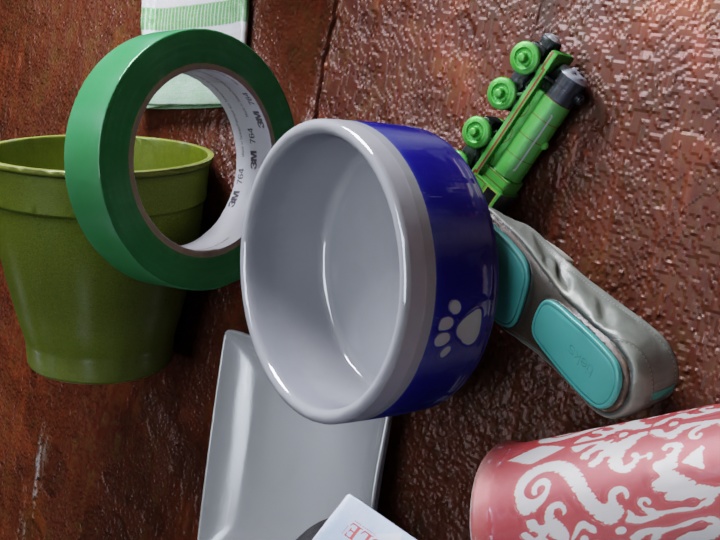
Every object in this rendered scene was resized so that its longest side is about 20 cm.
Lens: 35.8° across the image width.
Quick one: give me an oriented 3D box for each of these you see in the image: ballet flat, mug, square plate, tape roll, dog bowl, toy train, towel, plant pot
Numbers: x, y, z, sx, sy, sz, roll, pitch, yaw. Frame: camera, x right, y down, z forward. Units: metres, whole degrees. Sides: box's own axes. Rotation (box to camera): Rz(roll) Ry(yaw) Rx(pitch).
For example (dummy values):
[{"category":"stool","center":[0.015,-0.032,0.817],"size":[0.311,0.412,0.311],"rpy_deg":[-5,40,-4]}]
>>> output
[{"category":"ballet flat","center":[0.126,0.020,0.726],"size":[0.200,0.063,0.068],"rpy_deg":[49,134,39]},{"category":"mug","center":[0.193,0.153,0.638],"size":[0.199,0.178,0.134],"rpy_deg":[-23,36,35]},{"category":"square plate","center":[-0.052,0.163,0.902],"size":[0.197,0.028,0.202],"rpy_deg":[12,95,43]},{"category":"tape roll","center":[-0.135,-0.086,0.877],"size":[0.048,0.200,0.202],"rpy_deg":[7,92,42]},{"category":"dog bowl","center":[0.000,0.000,0.761],"size":[0.200,0.078,0.202],"rpy_deg":[4,95,54]},{"category":"toy train","center":[0.089,-0.071,0.780],"size":[0.056,0.042,0.201],"rpy_deg":[45,117,24]},{"category":"towel","center":[-0.157,-0.250,1.028],"size":[0.152,0.023,0.202],"rpy_deg":[5,90,42]},{"category":"plant pot","center":[-0.231,-0.010,0.986],"size":[0.200,0.200,0.194],"rpy_deg":[17,111,42]}]

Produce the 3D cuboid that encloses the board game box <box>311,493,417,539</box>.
[{"category":"board game box","center":[0.079,0.233,0.628],"size":[0.199,0.200,0.041],"rpy_deg":[28,65,34]}]

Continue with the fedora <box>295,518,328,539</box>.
[{"category":"fedora","center":[-0.058,0.280,0.794],"size":[0.090,0.200,0.177],"rpy_deg":[48,154,-2]}]
